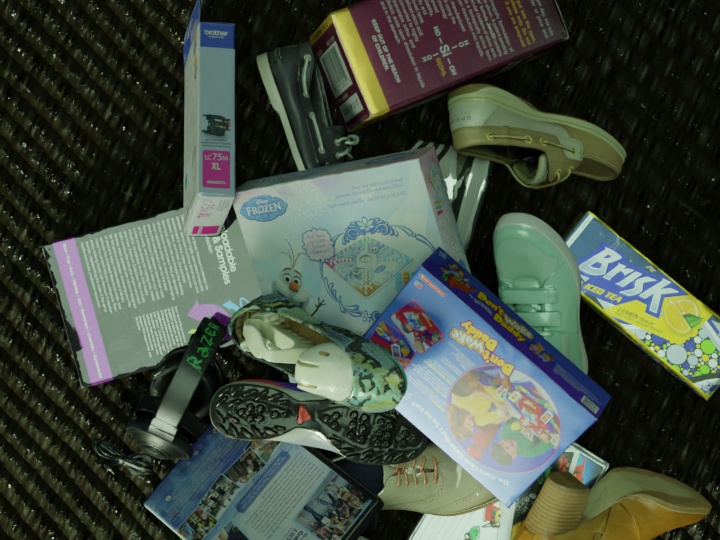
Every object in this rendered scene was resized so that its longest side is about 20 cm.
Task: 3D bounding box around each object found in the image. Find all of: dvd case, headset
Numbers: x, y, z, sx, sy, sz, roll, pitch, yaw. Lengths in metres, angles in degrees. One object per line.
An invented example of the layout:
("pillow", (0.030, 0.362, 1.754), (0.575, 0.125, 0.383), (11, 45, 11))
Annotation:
("dvd case", (-0.091, 0.216, 1.609), (0.200, 0.018, 0.143), (34, 79, 35))
("headset", (-0.184, 0.122, 1.609), (0.094, 0.124, 0.200), (25, 131, -1))

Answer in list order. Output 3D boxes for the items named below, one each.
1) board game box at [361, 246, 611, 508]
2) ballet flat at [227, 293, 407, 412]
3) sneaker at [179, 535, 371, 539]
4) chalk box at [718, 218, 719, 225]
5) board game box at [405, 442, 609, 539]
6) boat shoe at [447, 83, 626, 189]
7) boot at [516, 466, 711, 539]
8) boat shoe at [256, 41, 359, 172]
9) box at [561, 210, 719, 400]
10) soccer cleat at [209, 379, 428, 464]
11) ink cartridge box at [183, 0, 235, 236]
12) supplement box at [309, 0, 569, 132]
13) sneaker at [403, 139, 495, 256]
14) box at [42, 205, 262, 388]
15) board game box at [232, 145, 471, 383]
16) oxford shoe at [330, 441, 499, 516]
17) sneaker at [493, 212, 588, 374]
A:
("board game box", (0.100, 0.095, 1.533), (0.200, 0.045, 0.134), (41, 124, 3))
("ballet flat", (-0.046, 0.078, 1.538), (0.200, 0.074, 0.074), (23, 91, 45))
("sneaker", (-0.077, 0.275, 1.616), (0.200, 0.116, 0.076), (12, 111, 1))
("chalk box", (0.451, -0.077, 1.608), (0.125, 0.124, 0.200), (45, 90, 2))
("board game box", (0.131, 0.235, 1.658), (0.126, 0.035, 0.200), (32, 91, 2))
("boat shoe", (0.160, -0.110, 1.604), (0.200, 0.074, 0.066), (17, 70, -29))
("boot", (0.225, 0.261, 1.630), (0.201, 0.071, 0.144), (7, 111, -30))
("boat shoe", (-0.035, -0.122, 1.643), (0.063, 0.073, 0.200), (-23, 85, 4))
("box", (0.267, 0.031, 1.640), (0.200, 0.064, 0.070), (39, 91, 0))
("soccer cleat", (-0.036, 0.133, 1.597), (0.200, 0.073, 0.068), (7, 96, 1))
("ink cartridge box", (-0.140, -0.144, 1.605), (0.042, 0.119, 0.200), (0, 74, -12))
("supplement box", (0.069, -0.213, 1.595), (0.200, 0.131, 0.103), (-23, 91, -10))
("sneaker", (0.045, -0.028, 1.640), (0.115, 0.076, 0.201), (18, 95, 4))
("box", (-0.188, 0.018, 1.665), (0.200, 0.036, 0.143), (-15, 91, 2))
("board game box", (0.000, 0.000, 1.591), (0.200, 0.043, 0.199), (-8, 109, 28))
("oxford shoe", (0.053, 0.194, 1.615), (0.200, 0.074, 0.071), (-10, 76, 18))
("sneaker", (0.154, 0.054, 1.580), (0.074, 0.118, 0.201), (-3, 120, 29))
